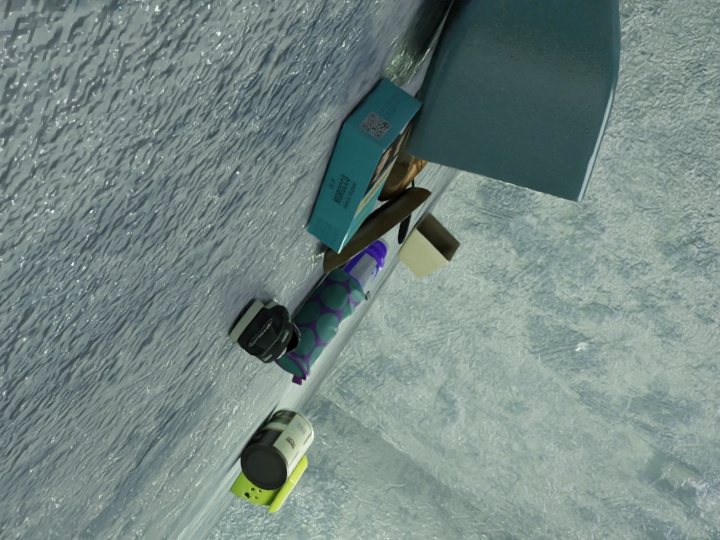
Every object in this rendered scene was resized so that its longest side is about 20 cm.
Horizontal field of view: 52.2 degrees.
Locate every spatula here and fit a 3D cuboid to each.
[{"bbox_3d":[0.081,-0.140,1.191,0.056,0.020,0.203,157,-59,-73],"label":"spatula"}]

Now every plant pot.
[{"bbox_3d":[-0.310,0.714,2.586,0.200,0.180,0.200,-58,176,20],"label":"plant pot"},{"bbox_3d":[0.274,-0.091,3.099,0.177,0.200,0.200,-45,-178,33],"label":"plant pot"},{"bbox_3d":[0.172,-0.227,0.773,0.197,0.194,0.202,-74,178,-51],"label":"plant pot"},{"bbox_3d":[0.018,-0.067,1.093,0.199,0.028,0.200,-36,-175,4],"label":"plant pot"}]

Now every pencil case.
[{"bbox_3d":[-0.070,0.093,1.268,0.201,0.084,0.093,-52,147,-31],"label":"pencil case"}]

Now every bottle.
[{"bbox_3d":[0.000,0.000,1.484,0.200,0.065,0.084,-51,172,-50],"label":"bottle"}]

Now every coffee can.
[{"bbox_3d":[-0.236,0.509,2.106,0.147,0.146,0.200,-58,175,27],"label":"coffee can"}]

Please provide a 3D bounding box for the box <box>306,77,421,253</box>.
[{"bbox_3d":[0.000,-0.107,0.800,0.083,0.049,0.200,-53,175,-31],"label":"box"}]

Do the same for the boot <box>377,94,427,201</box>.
[{"bbox_3d":[0.083,-0.190,1.069,0.202,0.071,0.144,-53,-178,0],"label":"boot"}]

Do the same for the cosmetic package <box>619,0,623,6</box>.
[{"bbox_3d":[0.328,-0.446,1.157,0.166,0.164,0.200,-54,177,-15],"label":"cosmetic package"}]

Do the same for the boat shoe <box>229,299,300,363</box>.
[{"bbox_3d":[-0.108,0.081,0.909,0.072,0.067,0.200,-57,177,-3],"label":"boat shoe"}]
